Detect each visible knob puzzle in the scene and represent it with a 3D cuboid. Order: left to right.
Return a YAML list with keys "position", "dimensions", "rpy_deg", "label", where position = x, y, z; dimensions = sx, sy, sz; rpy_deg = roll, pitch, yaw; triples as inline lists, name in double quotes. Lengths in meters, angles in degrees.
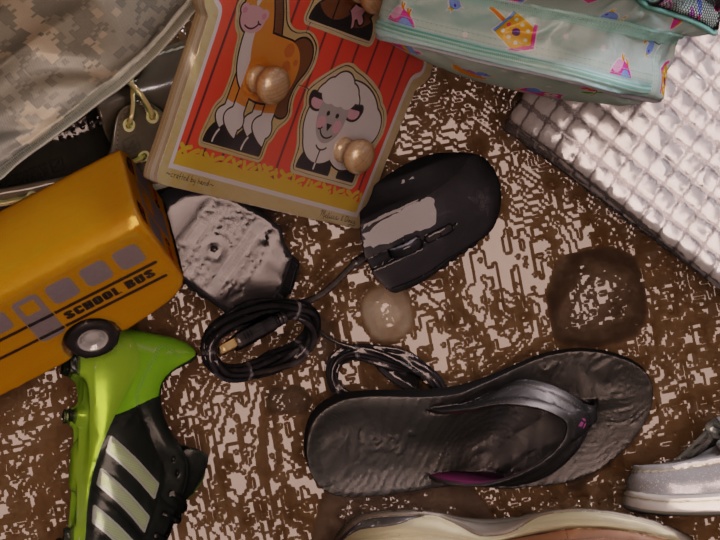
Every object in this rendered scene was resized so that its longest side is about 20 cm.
- position: [-0.014, -0.125, 1.238]
  dimensions: [0.030, 0.219, 0.220]
  rpy_deg: [25, 90, 37]
  label: "knob puzzle"

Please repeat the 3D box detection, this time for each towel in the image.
- position: [0.201, -0.086, 1.293]
  dimensions: [0.200, 0.086, 0.166]
  rpy_deg: [37, 88, -1]
  label: "towel"

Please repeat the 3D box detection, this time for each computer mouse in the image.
- position: [-0.036, 0.020, 1.313]
  dimensions: [0.200, 0.034, 0.059]
  rpy_deg: [39, 91, -9]
  label: "computer mouse"
- position: [0.000, 0.000, 1.270]
  dimensions: [0.200, 0.034, 0.059]
  rpy_deg: [-37, 118, -19]
  label: "computer mouse"

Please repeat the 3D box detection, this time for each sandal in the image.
- position: [0.070, 0.094, 1.299]
  dimensions: [0.199, 0.048, 0.076]
  rpy_deg: [-10, 106, -8]
  label: "sandal"

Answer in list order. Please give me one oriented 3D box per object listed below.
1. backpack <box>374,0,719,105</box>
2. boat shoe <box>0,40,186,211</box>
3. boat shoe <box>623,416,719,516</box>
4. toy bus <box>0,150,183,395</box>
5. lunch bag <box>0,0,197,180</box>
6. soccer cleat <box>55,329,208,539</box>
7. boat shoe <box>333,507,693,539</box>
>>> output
- position: [0.083, -0.167, 1.171]
  dimensions: [0.175, 0.200, 0.154]
  rpy_deg: [17, 88, 27]
  label: "backpack"
- position: [-0.139, -0.077, 1.282]
  dimensions: [0.201, 0.060, 0.072]
  rpy_deg: [-26, 71, -2]
  label: "boat shoe"
- position: [0.240, 0.097, 1.304]
  dimensions: [0.201, 0.074, 0.065]
  rpy_deg: [-11, 86, -6]
  label: "boat shoe"
- position: [-0.193, 0.019, 1.257]
  dimensions: [0.199, 0.078, 0.065]
  rpy_deg: [-27, 48, 8]
  label: "toy bus"
- position: [-0.190, -0.141, 1.224]
  dimensions: [0.200, 0.164, 0.118]
  rpy_deg: [-48, 124, -1]
  label: "lunch bag"
- position: [-0.126, 0.132, 1.293]
  dimensions: [0.081, 0.068, 0.201]
  rpy_deg: [3, 91, -15]
  label: "soccer cleat"
- position: [0.084, 0.176, 1.288]
  dimensions: [0.199, 0.076, 0.074]
  rpy_deg: [-1, 64, 6]
  label: "boat shoe"
